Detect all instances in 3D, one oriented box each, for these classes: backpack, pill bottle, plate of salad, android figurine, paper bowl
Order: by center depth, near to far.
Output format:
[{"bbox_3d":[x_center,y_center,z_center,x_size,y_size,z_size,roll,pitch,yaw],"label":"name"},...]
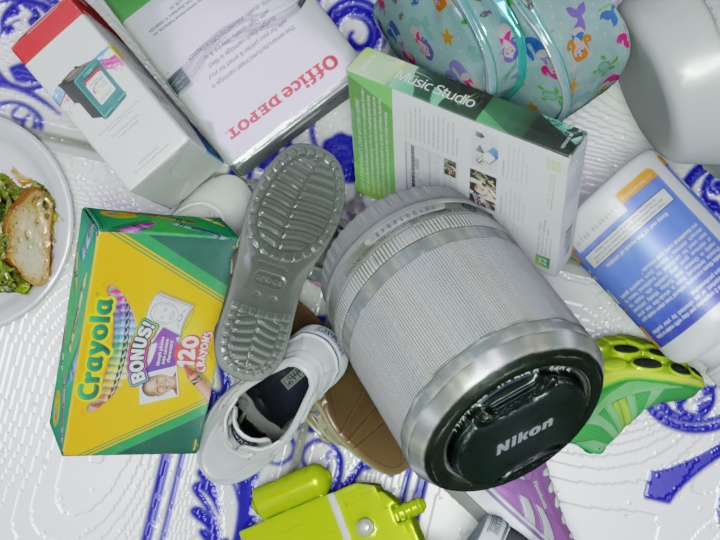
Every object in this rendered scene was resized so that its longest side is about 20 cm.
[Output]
[{"bbox_3d":[0.275,-0.167,0.954,0.104,0.201,0.201,-23,88,-1],"label":"paper bowl"},{"bbox_3d":[0.116,-0.205,0.963,0.151,0.178,0.200,-41,92,-17],"label":"backpack"},{"bbox_3d":[0.269,0.006,0.984,0.112,0.112,0.200,-41,81,-1],"label":"pill bottle"},{"bbox_3d":[-0.025,0.258,1.007,0.200,0.041,0.182,-23,77,10],"label":"android figurine"},{"bbox_3d":[-0.354,-0.043,1.032,0.200,0.048,0.200,0,89,1],"label":"plate of salad"}]

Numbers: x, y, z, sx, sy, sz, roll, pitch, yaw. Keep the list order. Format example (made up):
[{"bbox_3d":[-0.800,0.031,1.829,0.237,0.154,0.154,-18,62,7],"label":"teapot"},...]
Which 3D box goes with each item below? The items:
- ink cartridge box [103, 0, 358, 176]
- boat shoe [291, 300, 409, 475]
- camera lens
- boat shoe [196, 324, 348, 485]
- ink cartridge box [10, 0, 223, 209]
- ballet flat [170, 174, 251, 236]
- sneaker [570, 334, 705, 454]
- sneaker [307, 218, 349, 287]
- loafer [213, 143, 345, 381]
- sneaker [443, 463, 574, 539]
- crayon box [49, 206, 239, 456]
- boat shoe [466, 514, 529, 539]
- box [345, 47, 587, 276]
[{"bbox_3d":[-0.109,-0.202,1.016,0.147,0.083,0.200,-36,87,-1],"label":"ink cartridge box"},{"bbox_3d":[-0.029,0.098,1.026,0.200,0.063,0.073,48,63,-1],"label":"boat shoe"},{"bbox_3d":[0.074,0.052,0.886,0.160,0.160,0.200,-32,51,0],"label":"camera lens"},{"bbox_3d":[-0.089,0.121,0.973,0.074,0.065,0.200,40,124,5],"label":"boat shoe"},{"bbox_3d":[-0.214,-0.153,0.993,0.067,0.116,0.200,-41,81,3],"label":"ink cartridge box"},{"bbox_3d":[-0.167,-0.003,1.020,0.069,0.069,0.200,43,89,1],"label":"ballet flat"},{"bbox_3d":[0.203,0.108,0.999,0.200,0.074,0.084,-7,122,-27],"label":"sneaker"},{"bbox_3d":[0.000,0.000,1.010,0.200,0.082,0.070,25,85,0],"label":"sneaker"},{"bbox_3d":[-0.073,-0.008,0.938,0.075,0.070,0.200,25,75,-14],"label":"loafer"},{"bbox_3d":[0.151,0.185,1.012,0.200,0.073,0.114,47,70,-10],"label":"sneaker"},{"bbox_3d":[-0.180,0.053,0.970,0.119,0.058,0.200,3,111,-27],"label":"crayon box"},{"bbox_3d":[0.088,0.291,0.982,0.066,0.070,0.200,29,112,3],"label":"boat shoe"},{"bbox_3d":[0.082,-0.087,0.956,0.200,0.144,0.036,24,56,21],"label":"box"}]
